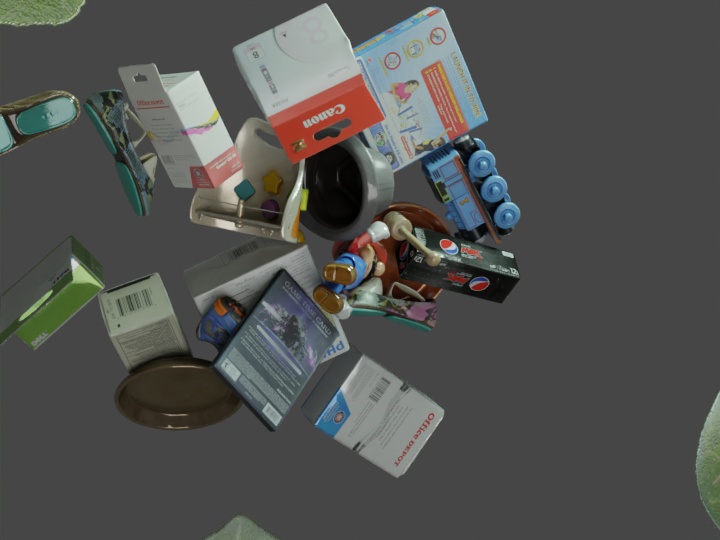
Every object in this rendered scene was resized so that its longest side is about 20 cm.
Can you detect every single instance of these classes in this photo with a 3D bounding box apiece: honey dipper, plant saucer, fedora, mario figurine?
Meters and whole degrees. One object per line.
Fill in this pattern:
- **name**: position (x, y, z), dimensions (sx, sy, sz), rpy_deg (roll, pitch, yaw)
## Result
- **honey dipper**: position (0.081, -0.049, 1.659), dimensions (0.038, 0.200, 0.038), rpy_deg (-5, 110, -15)
- **plant saucer**: position (-0.280, 0.190, 1.647), dimensions (0.199, 0.030, 0.201), rpy_deg (-5, 144, -3)
- **plant saucer**: position (0.061, -0.020, 1.791), dimensions (0.199, 0.032, 0.202), rpy_deg (-6, 111, -15)
- **fedora**: position (-0.019, -0.138, 1.661), dimensions (0.090, 0.199, 0.178), rpy_deg (-12, 100, -40)
- **mario figurine**: position (0.000, 0.000, 1.658), dimensions (0.123, 0.200, 0.106), rpy_deg (-26, 101, 23)

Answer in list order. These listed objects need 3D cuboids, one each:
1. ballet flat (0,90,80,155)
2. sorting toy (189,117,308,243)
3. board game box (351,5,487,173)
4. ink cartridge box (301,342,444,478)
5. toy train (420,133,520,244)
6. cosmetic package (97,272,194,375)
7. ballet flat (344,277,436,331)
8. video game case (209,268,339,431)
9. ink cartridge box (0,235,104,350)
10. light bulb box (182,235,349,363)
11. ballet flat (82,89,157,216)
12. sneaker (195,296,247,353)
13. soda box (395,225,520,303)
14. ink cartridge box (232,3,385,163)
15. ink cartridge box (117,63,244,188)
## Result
- **ballet flat**: position (-0.500, -0.210, 1.531), dimensions (0.199, 0.065, 0.071), rpy_deg (-15, 112, -8)
- **sorting toy**: position (-0.144, -0.142, 1.624), dimensions (0.107, 0.199, 0.181), rpy_deg (10, 92, -54)
- **board game box**: position (0.075, -0.283, 1.687), dimensions (0.195, 0.056, 0.201), rpy_deg (-29, 115, -6)
- **ink cartridge box**: position (0.022, 0.242, 1.837), dimensions (0.200, 0.086, 0.147), rpy_deg (36, 88, -26)
- **toy train**: position (0.184, -0.129, 1.765), dimensions (0.114, 0.087, 0.201), rpy_deg (-28, 117, 4)
- **cosmetic package**: position (-0.322, 0.105, 1.638), dimensions (0.103, 0.088, 0.200), rpy_deg (-20, 145, -9)
- **ballet flat**: position (0.042, 0.051, 1.763), dimensions (0.199, 0.069, 0.072), rpy_deg (13, 77, -29)
- **video game case**: position (-0.124, 0.117, 1.587), dimensions (0.143, 0.019, 0.200), rpy_deg (50, 52, -23)
- **ink cartridge box**: position (-0.453, 0.049, 1.564), dimensions (0.148, 0.200, 0.076), rpy_deg (-41, 116, 1)
- **light bulb box**: position (-0.151, 0.064, 1.704), dimensions (0.197, 0.125, 0.201), rpy_deg (-25, 116, -7)
- **ballet flat**: position (-0.342, -0.178, 1.593), dimensions (0.074, 0.074, 0.201), rpy_deg (-24, 118, -7)
- **sneaker**: position (-0.173, 0.128, 1.622), dimensions (0.078, 0.075, 0.200), rpy_deg (-34, 111, 13)
- **soda box**: position (0.161, -0.008, 1.763), dimensions (0.199, 0.064, 0.071), rpy_deg (14, 133, -21)
- **ink cartridge box**: position (-0.077, -0.280, 1.580), dimensions (0.162, 0.201, 0.057), rpy_deg (-27, 155, -6)
- **ink cartridge box**: position (-0.265, -0.223, 1.563), dimensions (0.067, 0.116, 0.201), rpy_deg (-40, 120, -31)
